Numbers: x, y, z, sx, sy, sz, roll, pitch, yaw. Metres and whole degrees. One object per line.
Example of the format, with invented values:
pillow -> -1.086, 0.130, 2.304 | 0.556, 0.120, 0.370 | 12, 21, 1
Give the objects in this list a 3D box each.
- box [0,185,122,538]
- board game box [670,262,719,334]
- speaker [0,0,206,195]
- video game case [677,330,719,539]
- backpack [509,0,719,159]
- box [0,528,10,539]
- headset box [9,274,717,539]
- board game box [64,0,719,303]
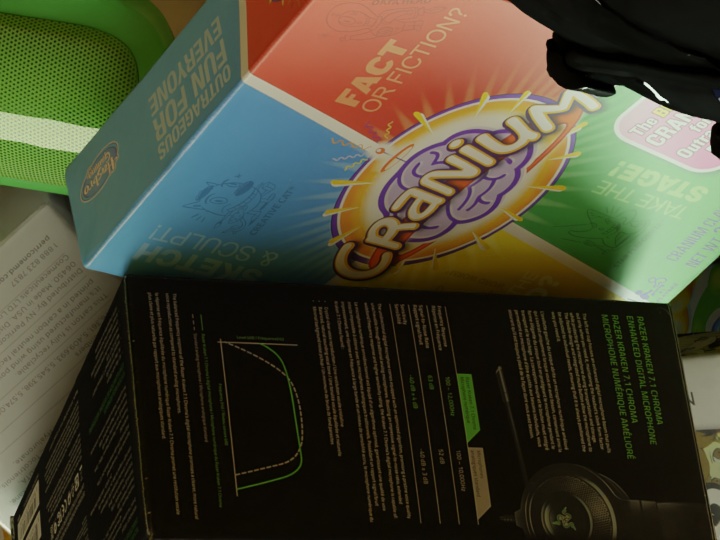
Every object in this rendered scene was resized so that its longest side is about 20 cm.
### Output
box -> -0.095, 0.047, 1.069 | 0.200, 0.097, 0.124 | 46, -175, -27
board game box -> 0.165, 0.057, 1.163 | 0.104, 0.104, 0.200 | 13, 165, -33
speaker -> -0.128, -0.072, 0.944 | 0.199, 0.089, 0.089 | 9, 164, 4
video game case -> 0.117, 0.124, 1.091 | 0.181, 0.201, 0.036 | -6, -167, 44
backpack -> 0.150, -0.085, 0.669 | 0.163, 0.155, 0.200 | 24, -179, -33
box -> -0.064, 0.070, 1.249 | 0.199, 0.102, 0.113 | -13, 162, 0
headset box -> 0.001, 0.086, 0.946 | 0.199, 0.093, 0.174 | 3, 149, -20
board game box -> 0.032, -0.039, 0.892 | 0.199, 0.041, 0.153 | 14, 136, -34
